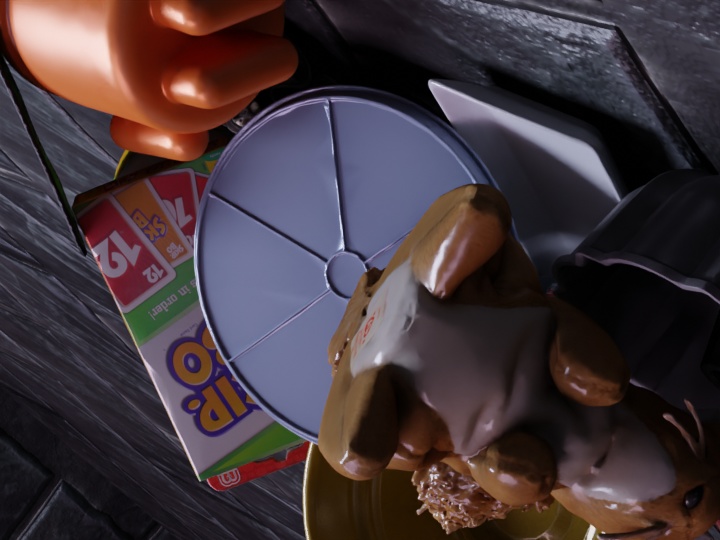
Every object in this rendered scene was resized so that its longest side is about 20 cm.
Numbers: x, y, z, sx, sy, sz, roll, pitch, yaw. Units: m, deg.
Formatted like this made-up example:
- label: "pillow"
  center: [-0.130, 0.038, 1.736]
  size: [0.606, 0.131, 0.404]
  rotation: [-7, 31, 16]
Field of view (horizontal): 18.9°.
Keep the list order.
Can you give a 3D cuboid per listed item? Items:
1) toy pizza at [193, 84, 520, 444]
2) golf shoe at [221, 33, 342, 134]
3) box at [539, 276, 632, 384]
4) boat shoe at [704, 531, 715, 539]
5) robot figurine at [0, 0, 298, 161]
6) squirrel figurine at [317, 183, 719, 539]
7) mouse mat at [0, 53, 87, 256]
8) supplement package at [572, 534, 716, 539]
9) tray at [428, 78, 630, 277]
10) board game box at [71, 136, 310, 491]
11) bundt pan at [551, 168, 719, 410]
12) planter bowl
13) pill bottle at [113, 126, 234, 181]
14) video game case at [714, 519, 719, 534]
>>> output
- label: "toy pizza"
  center: [0.000, 0.000, 1.157]
  size: [0.200, 0.201, 0.032]
  rotation: [30, -156, 21]
- label: "golf shoe"
  center: [-0.012, -0.072, 1.219]
  size: [0.200, 0.077, 0.088]
  rotation: [40, -178, 7]
- label: "box"
  center: [0.095, 0.063, 1.250]
  size: [0.199, 0.046, 0.159]
  rotation: [3, 147, 39]
- label: "boat shoe"
  center: [0.181, 0.155, 1.380]
  size: [0.200, 0.057, 0.067]
  rotation: [54, -177, 13]
- label: "robot figurine"
  center: [-0.119, -0.139, 1.131]
  size: [0.200, 0.117, 0.144]
  rotation: [19, 164, 45]
- label: "squirrel figurine"
  center: [0.082, 0.066, 1.035]
  size: [0.186, 0.142, 0.200]
  rotation: [26, 171, -12]
- label: "mouse mat"
  center: [-0.201, -0.114, 1.210]
  size: [0.161, 0.008, 0.201]
  rotation: [-127, 13, -67]
- label: "supplement package"
  center: [0.107, 0.195, 1.327]
  size: [0.117, 0.117, 0.200]
  rotation: [25, 165, -28]
- label: "tray"
  center: [0.112, -0.034, 1.127]
  size: [0.107, 0.022, 0.200]
  rotation: [25, 162, 34]
- label: "board game box"
  center: [-0.081, 0.032, 1.242]
  size: [0.030, 0.095, 0.201]
  rotation: [-93, -19, -68]
- label: "bundt pan"
  center: [0.192, 0.024, 1.018]
  size: [0.202, 0.076, 0.202]
  rotation: [32, 165, 10]
- label: "planter bowl"
  center: [0.072, 0.128, 1.192]
  size: [0.200, 0.201, 0.083]
  rotation: [27, -164, 29]
- label: "pill bottle"
  center: [-0.099, -0.042, 1.342]
  size: [0.111, 0.111, 0.200]
  rotation: [38, -175, -10]
- label: "video game case"
  center: [0.227, 0.157, 1.315]
  size: [0.200, 0.017, 0.143]
  rotation: [54, -177, 34]
